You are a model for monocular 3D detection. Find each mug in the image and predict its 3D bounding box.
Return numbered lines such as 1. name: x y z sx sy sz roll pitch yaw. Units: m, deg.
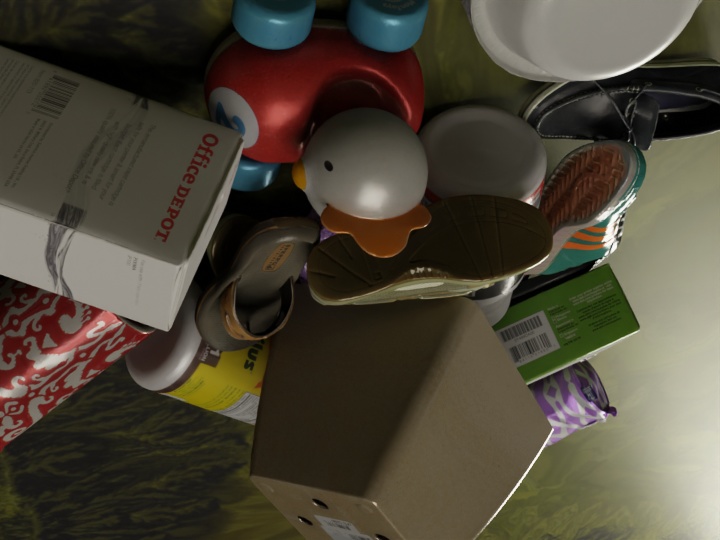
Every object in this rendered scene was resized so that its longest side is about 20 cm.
1. mug: -0.285 0.053 1.119 0.199 0.178 0.134 -33 100 14

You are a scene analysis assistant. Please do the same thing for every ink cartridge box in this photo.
1. ink cartridge box: 0.187 0.073 1.308 0.147 0.076 0.200 -23 171 -8
2. ink cartridge box: -0.201 -0.060 0.901 0.198 0.147 0.083 20 138 -1

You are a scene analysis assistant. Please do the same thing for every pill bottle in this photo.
1. pill bottle: -0.120 0.085 1.203 0.109 0.110 0.199 -38 138 26
2. pill bottle: 0.100 -0.041 1.124 0.115 0.117 0.201 -10 143 -9

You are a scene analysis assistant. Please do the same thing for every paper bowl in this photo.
1. paper bowl: 0.174 -0.224 0.932 0.199 0.105 0.201 -9 142 -7

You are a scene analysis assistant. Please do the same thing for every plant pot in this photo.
1. plant pot: 0.020 0.147 1.079 0.198 0.178 0.200 4 143 37

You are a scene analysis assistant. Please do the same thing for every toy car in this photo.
1. toy car: -0.021 -0.093 0.943 0.175 0.201 0.185 -3 140 -18

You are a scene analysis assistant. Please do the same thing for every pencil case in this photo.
1. pencil case: 0.202 0.178 1.462 0.199 0.084 0.086 -35 95 26

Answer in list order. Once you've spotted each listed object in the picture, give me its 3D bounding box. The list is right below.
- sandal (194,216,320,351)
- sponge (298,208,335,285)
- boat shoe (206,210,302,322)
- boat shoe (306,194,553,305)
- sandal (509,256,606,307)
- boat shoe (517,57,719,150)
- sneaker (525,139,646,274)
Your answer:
1. sandal: -0.082 0.024 1.043 0.081 0.055 0.200 -4 152 -32
2. sponge: 0.000 0.000 1.166 0.112 0.030 0.201 -46 144 -16
3. boat shoe: -0.092 0.002 1.144 0.072 0.066 0.201 -51 143 -4
4. boat shoe: 0.055 -0.010 1.009 0.199 0.074 0.063 -15 167 -4
5. sandal: 0.164 0.005 1.251 0.199 0.045 0.075 -20 166 -20
6. boat shoe: 0.236 -0.141 1.095 0.198 0.063 0.075 -8 144 -10
7. sneaker: 0.212 -0.057 1.141 0.079 0.072 0.200 -2 156 -24
